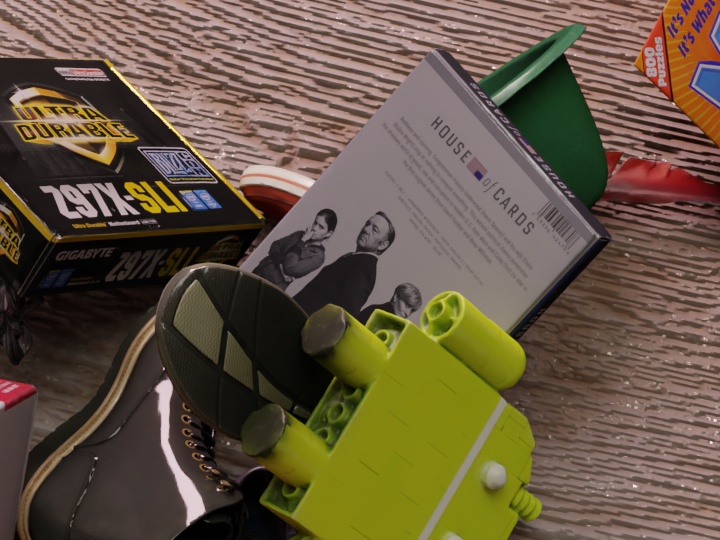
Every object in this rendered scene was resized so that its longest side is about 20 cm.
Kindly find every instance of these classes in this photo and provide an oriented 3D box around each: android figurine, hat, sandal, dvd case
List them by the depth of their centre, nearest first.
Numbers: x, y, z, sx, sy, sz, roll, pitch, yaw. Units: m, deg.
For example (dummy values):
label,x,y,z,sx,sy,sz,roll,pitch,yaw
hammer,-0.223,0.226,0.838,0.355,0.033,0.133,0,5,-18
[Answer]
label,x,y,z,sx,sy,sz,roll,pitch,yaw
sandal,-0.045,0.060,1.424,0.057,0.201,0.080,20,78,45
android figurine,0.025,0.105,1.429,0.041,0.200,0.182,19,72,50
dvd case,0.027,-0.002,1.501,0.150,0.200,0.025,50,22,20
hat,0.119,-0.034,1.590,0.200,0.166,0.176,-34,97,16

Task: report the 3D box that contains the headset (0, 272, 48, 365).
label,x,y,z,sx,sy,sz,roll,pitch,yaw
headset,-0.238,-0.020,1.538,0.123,0.094,0.200,-23,49,-19

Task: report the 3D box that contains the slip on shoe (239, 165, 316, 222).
label,x,y,z,sx,sy,sz,roll,pitch,yaw
slip on shoe,0.000,0.000,1.565,0.200,0.074,0.061,36,88,24

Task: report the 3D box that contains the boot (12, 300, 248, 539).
label,x,y,z,sx,sy,sz,roll,pitch,yaw
boot,-0.085,0.094,1.453,0.138,0.078,0.200,17,62,45

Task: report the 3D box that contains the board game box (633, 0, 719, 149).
label,x,y,z,sx,sy,sz,roll,pitch,yaw
board game box,0.329,-0.152,1.585,0.200,0.200,0.200,-19,57,-42

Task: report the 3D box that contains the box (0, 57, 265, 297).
label,x,y,z,sx,sy,sz,roll,pitch,yaw
box,-0.170,-0.058,1.534,0.160,0.049,0.200,47,26,22

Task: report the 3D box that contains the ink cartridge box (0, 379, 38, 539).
label,x,y,z,sx,sy,sz,roll,pitch,yaw
ink cartridge box,-0.288,0.117,1.373,0.200,0.145,0.145,11,96,6

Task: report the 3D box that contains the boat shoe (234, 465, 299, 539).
label,x,y,z,sx,sy,sz,roll,pitch,yaw
boat shoe,-0.067,0.193,1.421,0.070,0.066,0.200,14,55,4
